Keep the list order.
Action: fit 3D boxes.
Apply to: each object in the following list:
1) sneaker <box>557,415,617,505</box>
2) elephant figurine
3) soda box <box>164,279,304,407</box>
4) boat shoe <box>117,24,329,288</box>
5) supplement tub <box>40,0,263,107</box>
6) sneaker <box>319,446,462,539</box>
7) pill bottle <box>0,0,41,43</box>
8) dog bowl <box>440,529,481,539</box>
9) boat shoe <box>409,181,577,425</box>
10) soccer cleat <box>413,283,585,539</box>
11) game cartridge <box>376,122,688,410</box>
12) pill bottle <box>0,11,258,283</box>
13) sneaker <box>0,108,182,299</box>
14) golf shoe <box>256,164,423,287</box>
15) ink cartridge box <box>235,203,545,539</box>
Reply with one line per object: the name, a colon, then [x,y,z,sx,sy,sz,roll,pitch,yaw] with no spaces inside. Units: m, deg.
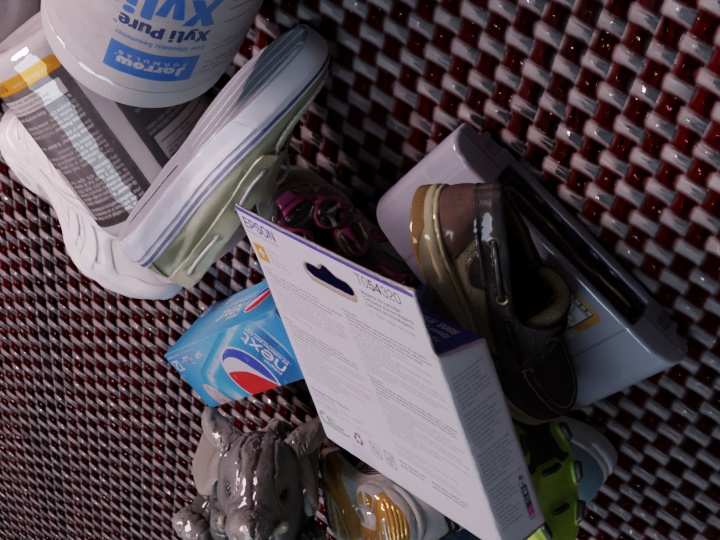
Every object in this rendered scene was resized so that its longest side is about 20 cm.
sneaker: [0.091,0.147,1.088,0.199,0.082,0.074,-6,125,50]
elephant figurine: [-0.080,0.172,1.205,0.156,0.141,0.201,52,155,23]
soda box: [-0.077,0.052,1.170,0.064,0.068,0.200,49,148,-12]
boat shoe: [-0.080,-0.073,0.961,0.062,0.072,0.200,34,113,-22]
supplement tub: [-0.107,-0.197,0.842,0.132,0.132,0.200,40,148,2]
sneaker: [0.027,0.191,1.222,0.200,0.087,0.076,-160,61,-68]
pill bottle: [-0.334,-0.188,1.118,0.199,0.113,0.113,-6,125,51]
dog bowl: [0.122,0.290,1.261,0.111,0.050,0.201,-6,124,50]
boat shoe: [0.094,0.025,0.878,0.064,0.074,0.200,-8,139,30]
soccer cleat: [0.081,0.100,0.973,0.083,0.065,0.201,-25,95,48]
game cartridge: [0.103,0.005,0.950,0.200,0.042,0.133,44,144,-4]
pill bottle: [-0.163,-0.097,1.036,0.116,0.116,0.201,-7,124,51]
sneaker: [-0.203,-0.060,1.168,0.200,0.078,0.099,49,144,-14]
golf shoe: [0.000,0.000,1.039,0.200,0.072,0.092,52,-179,-28]
ink cartridge box: [0.017,0.056,0.909,0.196,0.043,0.201,27,143,50]
